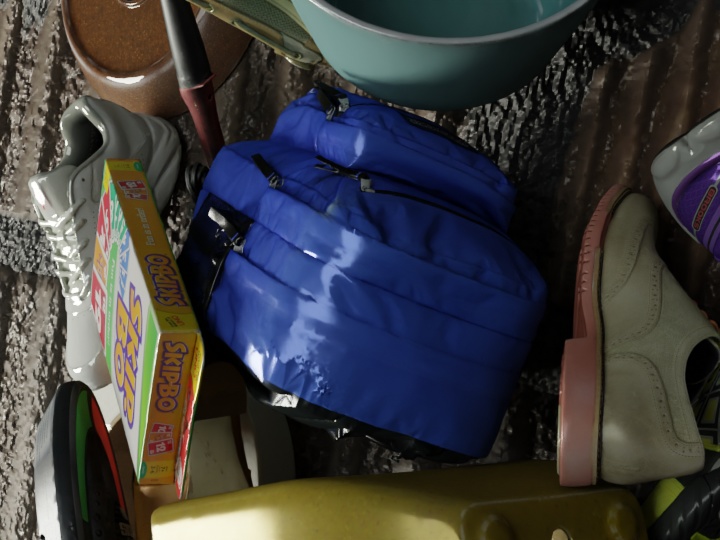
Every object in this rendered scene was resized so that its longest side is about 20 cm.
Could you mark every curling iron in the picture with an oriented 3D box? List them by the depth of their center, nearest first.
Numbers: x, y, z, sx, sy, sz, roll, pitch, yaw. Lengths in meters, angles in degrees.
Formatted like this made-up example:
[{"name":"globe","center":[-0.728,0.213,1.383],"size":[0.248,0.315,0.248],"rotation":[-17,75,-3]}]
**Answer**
[{"name":"curling iron","center":[-0.102,-0.109,0.983],"size":[0.025,0.050,0.201],"rotation":[1,127,9]}]

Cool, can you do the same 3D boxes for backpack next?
[{"name":"backpack","center":[0.000,0.000,0.829],"size":[0.169,0.161,0.200],"rotation":[-70,24,11]}]

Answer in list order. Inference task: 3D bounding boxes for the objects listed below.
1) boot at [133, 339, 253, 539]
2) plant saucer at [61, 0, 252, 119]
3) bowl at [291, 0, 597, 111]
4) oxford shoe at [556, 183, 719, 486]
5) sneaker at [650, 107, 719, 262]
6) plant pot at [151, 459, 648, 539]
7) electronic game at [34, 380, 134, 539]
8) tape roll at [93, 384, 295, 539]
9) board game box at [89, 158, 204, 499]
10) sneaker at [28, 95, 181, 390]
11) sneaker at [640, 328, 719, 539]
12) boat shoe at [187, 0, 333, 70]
[{"name":"boot","center":[-0.110,0.107,0.963],"size":[0.144,0.070,0.203],"rotation":[-132,46,-60]},{"name":"plant saucer","center":[-0.145,-0.206,1.097],"size":[0.199,0.034,0.202],"rotation":[-6,81,40]},{"name":"bowl","center":[0.042,-0.165,0.859],"size":[0.201,0.200,0.105],"rotation":[57,161,28]},{"name":"oxford shoe","center":[0.140,0.032,0.779],"size":[0.073,0.071,0.201],"rotation":[4,43,11]},{"name":"sneaker","center":[0.236,-0.072,0.758],"size":[0.200,0.080,0.084],"rotation":[-38,83,34]},{"name":"plant pot","center":[0.039,0.184,0.768],"size":[0.200,0.194,0.196],"rotation":[-28,67,49]},{"name":"electronic game","center":[-0.153,0.164,0.931],"size":[0.041,0.200,0.202],"rotation":[-10,75,-2]},{"name":"tape roll","center":[-0.128,0.140,1.041],"size":[0.202,0.037,0.205],"rotation":[-5,82,38]},{"name":"board game box","center":[-0.119,0.028,0.866],"size":[0.200,0.030,0.096],"rotation":[-121,37,-52]},{"name":"sneaker","center":[-0.181,-0.023,1.040],"size":[0.078,0.099,0.202],"rotation":[-18,60,37]},{"name":"sneaker","center":[0.194,0.072,0.773],"size":[0.200,0.075,0.077],"rotation":[-52,40,16]},{"name":"boat shoe","center":[-0.057,-0.163,0.916],"size":[0.063,0.200,0.074],"rotation":[-23,59,39]}]
